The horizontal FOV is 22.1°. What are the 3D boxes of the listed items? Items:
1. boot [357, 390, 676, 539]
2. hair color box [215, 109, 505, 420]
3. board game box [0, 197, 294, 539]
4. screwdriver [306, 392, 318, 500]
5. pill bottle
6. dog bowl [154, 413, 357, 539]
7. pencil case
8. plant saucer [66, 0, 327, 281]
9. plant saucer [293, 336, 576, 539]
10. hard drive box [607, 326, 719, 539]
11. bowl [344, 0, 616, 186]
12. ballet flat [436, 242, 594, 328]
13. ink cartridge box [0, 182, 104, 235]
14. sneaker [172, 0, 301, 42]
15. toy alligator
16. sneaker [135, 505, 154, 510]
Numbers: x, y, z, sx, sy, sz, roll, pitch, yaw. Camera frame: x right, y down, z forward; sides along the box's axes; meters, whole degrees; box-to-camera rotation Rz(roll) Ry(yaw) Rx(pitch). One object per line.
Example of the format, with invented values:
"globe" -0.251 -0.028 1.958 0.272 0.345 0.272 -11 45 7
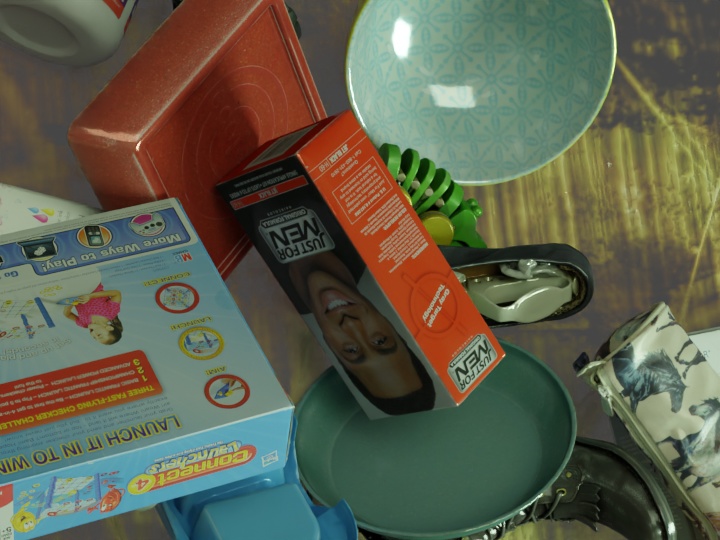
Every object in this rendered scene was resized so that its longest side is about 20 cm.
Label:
"boot" 0.100 0.175 1.294 0.174 0.069 0.200 -35 51 -29
"hair color box" 0.000 0.000 1.236 0.061 0.101 0.200 -43 106 -35
"board game box" -0.169 0.056 1.117 0.199 0.056 0.196 -13 48 -22
"screwdriver" -0.035 0.184 1.295 0.029 0.028 0.201 31 56 -44
"pill bottle" -0.189 -0.251 1.289 0.112 0.112 0.201 25 68 -15
"dog bowl" -0.079 0.153 1.212 0.111 0.050 0.200 -12 45 -23
"pencil case" 0.235 0.125 1.304 0.089 0.078 0.200 -34 88 -22
"plant saucer" -0.093 -0.090 1.257 0.037 0.200 0.200 21 60 31
"plant saucer" 0.051 0.120 1.283 0.199 0.036 0.200 -5 40 4
"hard drive box" 0.283 0.145 1.403 0.155 0.077 0.201 -9 80 -24
"bowl" 0.083 -0.175 1.372 0.199 0.201 0.108 21 27 -16
"ballet flat" 0.077 0.018 1.321 0.199 0.073 0.073 -6 79 -13
"ink cartridge box" -0.268 0.000 1.216 0.199 0.067 0.117 14 72 -18
"sneaker" -0.101 -0.192 1.280 0.082 0.073 0.200 -60 145 -21
"toy alligator" 0.061 -0.043 1.357 0.200 0.059 0.054 31 105 -24
"sneaker" -0.224 0.108 1.160 0.199 0.089 0.074 0 72 11
